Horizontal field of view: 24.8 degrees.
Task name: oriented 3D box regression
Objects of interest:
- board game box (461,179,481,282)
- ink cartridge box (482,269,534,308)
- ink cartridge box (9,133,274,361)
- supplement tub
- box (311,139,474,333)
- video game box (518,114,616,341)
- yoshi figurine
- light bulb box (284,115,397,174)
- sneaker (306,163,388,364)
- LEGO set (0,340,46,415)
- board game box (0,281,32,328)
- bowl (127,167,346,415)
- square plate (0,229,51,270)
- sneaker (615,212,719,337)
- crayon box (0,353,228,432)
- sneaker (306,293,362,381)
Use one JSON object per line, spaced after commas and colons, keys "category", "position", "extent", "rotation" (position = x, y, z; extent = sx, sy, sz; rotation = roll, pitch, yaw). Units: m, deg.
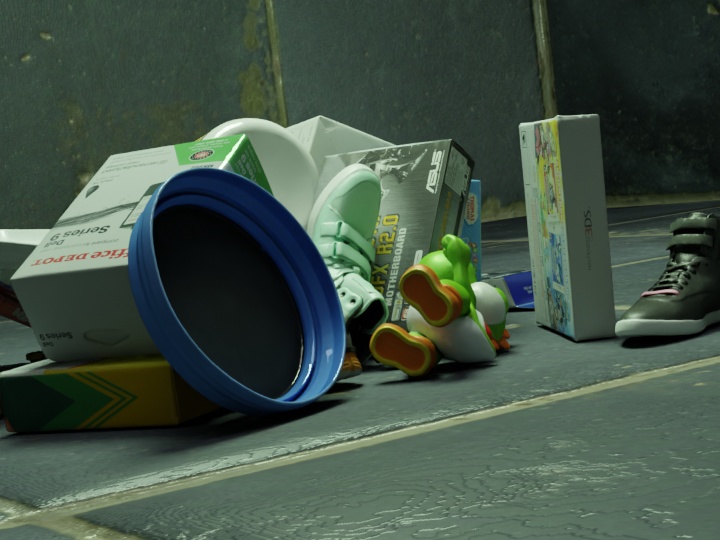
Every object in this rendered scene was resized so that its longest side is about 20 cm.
{"category": "board game box", "position": [0.096, -0.019, 1.702], "extent": [0.036, 0.153, 0.200], "rotation": [-1, 4, -5]}
{"category": "ink cartridge box", "position": [0.145, 0.023, 1.868], "extent": [0.199, 0.040, 0.099], "rotation": [-3, 5, 40]}
{"category": "ink cartridge box", "position": [-0.174, -0.020, 1.351], "extent": [0.145, 0.084, 0.200], "rotation": [-7, 31, 24]}
{"category": "supplement tub", "position": [-0.142, -0.066, 1.696], "extent": [0.144, 0.146, 0.200], "rotation": [-9, -6, -29]}
{"category": "box", "position": [0.018, -0.022, 1.581], "extent": [0.157, 0.201, 0.048], "rotation": [-3, -26, 36]}
{"category": "video game box", "position": [0.192, -0.043, 1.534], "extent": [0.046, 0.202, 0.182], "rotation": [-5, 4, -3]}
{"category": "yoshi figurine", "position": [0.064, 0.029, 1.424], "extent": [0.112, 0.113, 0.200], "rotation": [-12, -2, 22]}
{"category": "light bulb box", "position": [-0.058, -0.051, 1.840], "extent": [0.124, 0.200, 0.200], "rotation": [20, -11, -21]}
{"category": "sneaker", "position": [0.000, 0.000, 1.490], "extent": [0.074, 0.202, 0.118], "rotation": [30, -15, -39]}
{"category": "LEGO set", "position": [-0.357, 0.067, 1.485], "extent": [0.153, 0.117, 0.200], "rotation": [-5, 4, 25]}
{"category": "board game box", "position": [-0.290, 0.046, 1.551], "extent": [0.103, 0.020, 0.200], "rotation": [28, 0, 43]}
{"category": "bowl", "position": [-0.094, 0.018, 1.244], "extent": [0.039, 0.202, 0.200], "rotation": [-33, -12, 33]}
{"category": "square plate", "position": [-0.301, -0.020, 1.496], "extent": [0.198, 0.029, 0.198], "rotation": [2, 5, 22]}
{"category": "sneaker", "position": [0.280, 0.003, 1.445], "extent": [0.070, 0.100, 0.199], "rotation": [-1, 8, 41]}
{"category": "crayon box", "position": [-0.172, 0.090, 1.314], "extent": [0.199, 0.051, 0.127], "rotation": [-6, 4, 27]}
{"category": "sneaker", "position": [-0.075, 0.060, 1.405], "extent": [0.078, 0.078, 0.199], "rotation": [-14, 5, -44]}
